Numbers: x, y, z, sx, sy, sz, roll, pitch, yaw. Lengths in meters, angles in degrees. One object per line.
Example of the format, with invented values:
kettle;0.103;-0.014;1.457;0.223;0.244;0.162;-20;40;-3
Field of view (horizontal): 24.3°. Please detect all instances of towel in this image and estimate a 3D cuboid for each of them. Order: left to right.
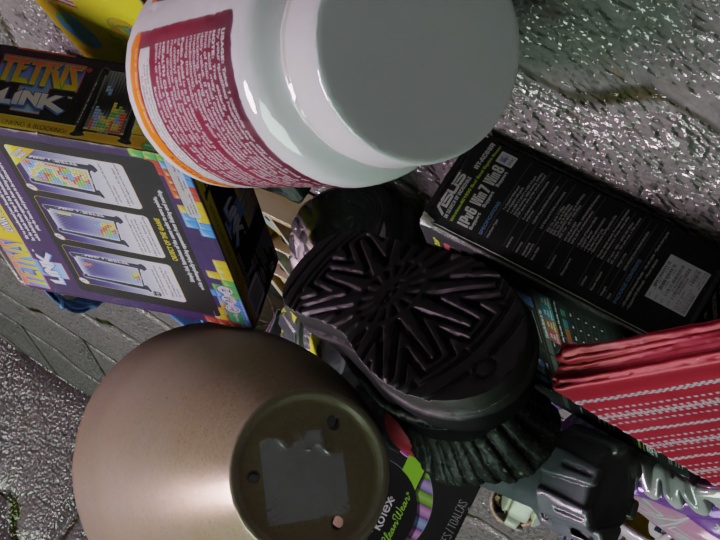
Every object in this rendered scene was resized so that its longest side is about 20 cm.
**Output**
towel;0.201;0.069;0.805;0.144;0.023;0.199;-13;149;39

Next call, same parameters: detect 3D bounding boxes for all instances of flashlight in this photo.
flashlight;0.082;0.100;1.015;0.199;0.068;0.068;16;150;49

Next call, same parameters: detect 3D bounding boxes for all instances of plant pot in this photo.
plant pot;-0.060;0.120;0.990;0.187;0.188;0.200;38;164;-13

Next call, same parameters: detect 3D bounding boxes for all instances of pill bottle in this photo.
pill bottle;-0.021;-0.094;0.749;0.114;0.115;0.200;40;165;-23

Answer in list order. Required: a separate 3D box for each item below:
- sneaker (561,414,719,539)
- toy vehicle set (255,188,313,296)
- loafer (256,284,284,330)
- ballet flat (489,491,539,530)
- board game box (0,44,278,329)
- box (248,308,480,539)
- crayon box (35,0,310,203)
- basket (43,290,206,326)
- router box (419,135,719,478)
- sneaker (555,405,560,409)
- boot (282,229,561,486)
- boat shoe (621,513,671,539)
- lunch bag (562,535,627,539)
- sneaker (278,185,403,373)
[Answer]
sneaker;0.193;0.133;1.031;0.199;0.080;0.089;12;136;57
toy vehicle set;-0.035;-0.006;1.232;0.124;0.027;0.200;25;163;31
loafer;-0.080;0.043;1.404;0.199;0.070;0.075;38;165;-12
ballet flat;0.140;0.175;1.346;0.068;0.068;0.200;31;165;9
board game box;-0.147;-0.047;0.981;0.164;0.057;0.201;12;153;14
box;-0.008;0.137;1.306;0.199;0.150;0.124;27;177;-1
crayon box;-0.107;-0.128;0.956;0.126;0.051;0.200;23;162;37
basket;-0.177;-0.045;1.165;0.199;0.139;0.177;27;149;41
router box;0.124;0.023;0.905;0.149;0.062;0.200;28;164;23
sneaker;0.099;0.080;1.100;0.080;0.084;0.200;39;164;-18
boot;0.058;0.064;0.885;0.158;0.079;0.211;51;171;-29
boat shoe;0.219;0.170;1.131;0.201;0.075;0.086;30;-176;42
lunch bag;0.187;0.279;1.309;0.075;0.201;0.160;29;167;-17
sneaker;0.000;0.000;1.105;0.075;0.084;0.201;54;151;20
